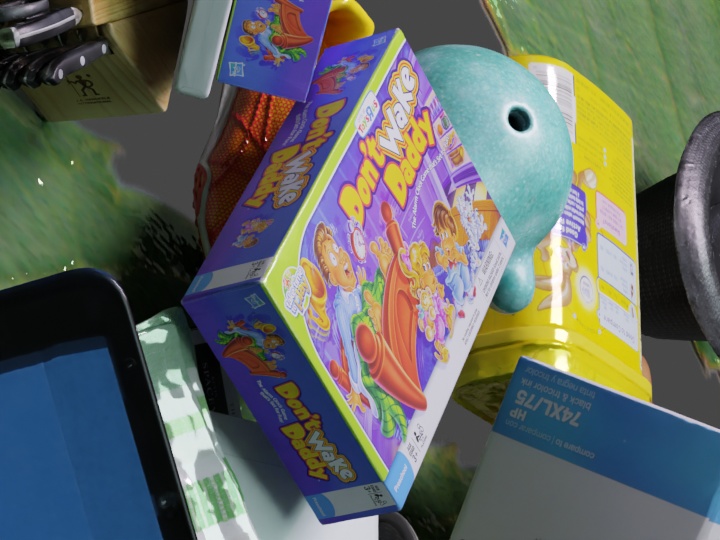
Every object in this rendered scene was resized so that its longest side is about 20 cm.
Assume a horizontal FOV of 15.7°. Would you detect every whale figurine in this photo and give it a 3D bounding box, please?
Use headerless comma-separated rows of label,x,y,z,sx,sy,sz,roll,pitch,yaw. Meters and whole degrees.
whale figurine,0.042,-0.039,1.409,0.159,0.104,0.200,44,52,-10

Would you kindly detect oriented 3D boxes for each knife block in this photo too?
knife block,-0.138,-0.155,1.154,0.176,0.064,0.201,59,34,-51

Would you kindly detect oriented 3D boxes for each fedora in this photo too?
fedora,0.224,-0.011,1.745,0.200,0.091,0.202,28,56,-55

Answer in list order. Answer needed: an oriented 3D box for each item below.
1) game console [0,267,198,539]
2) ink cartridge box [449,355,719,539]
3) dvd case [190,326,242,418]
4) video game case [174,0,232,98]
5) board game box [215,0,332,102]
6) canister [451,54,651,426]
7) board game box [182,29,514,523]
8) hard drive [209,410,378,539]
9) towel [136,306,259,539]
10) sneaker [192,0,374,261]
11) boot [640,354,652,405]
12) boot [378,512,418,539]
game console,-0.156,0.121,1.005,0.171,0.118,0.201,-30,106,-60
ink cartridge box,0.139,0.174,1.408,0.146,0.145,0.201,25,86,-56
dvd case,-0.108,0.109,1.189,0.200,0.025,0.152,-11,91,-60
video game case,-0.058,-0.172,1.217,0.200,0.018,0.144,-91,-164,-72
board game box,-0.027,-0.186,1.275,0.200,0.044,0.135,-86,-169,-63
canister,0.112,-0.010,1.555,0.148,0.086,0.202,32,52,-53
board game box,0.000,0.000,1.232,0.135,0.045,0.200,59,35,-27
hard drive,-0.045,0.172,1.199,0.131,0.026,0.202,17,65,-41
towel,-0.096,0.131,1.122,0.152,0.023,0.201,-25,97,-45
sneaker,-0.035,-0.058,1.320,0.073,0.077,0.201,41,48,-50
boot,0.207,0.128,1.603,0.074,0.154,0.201,42,46,-47
boot,0.019,0.234,1.311,0.154,0.073,0.205,51,34,-66
